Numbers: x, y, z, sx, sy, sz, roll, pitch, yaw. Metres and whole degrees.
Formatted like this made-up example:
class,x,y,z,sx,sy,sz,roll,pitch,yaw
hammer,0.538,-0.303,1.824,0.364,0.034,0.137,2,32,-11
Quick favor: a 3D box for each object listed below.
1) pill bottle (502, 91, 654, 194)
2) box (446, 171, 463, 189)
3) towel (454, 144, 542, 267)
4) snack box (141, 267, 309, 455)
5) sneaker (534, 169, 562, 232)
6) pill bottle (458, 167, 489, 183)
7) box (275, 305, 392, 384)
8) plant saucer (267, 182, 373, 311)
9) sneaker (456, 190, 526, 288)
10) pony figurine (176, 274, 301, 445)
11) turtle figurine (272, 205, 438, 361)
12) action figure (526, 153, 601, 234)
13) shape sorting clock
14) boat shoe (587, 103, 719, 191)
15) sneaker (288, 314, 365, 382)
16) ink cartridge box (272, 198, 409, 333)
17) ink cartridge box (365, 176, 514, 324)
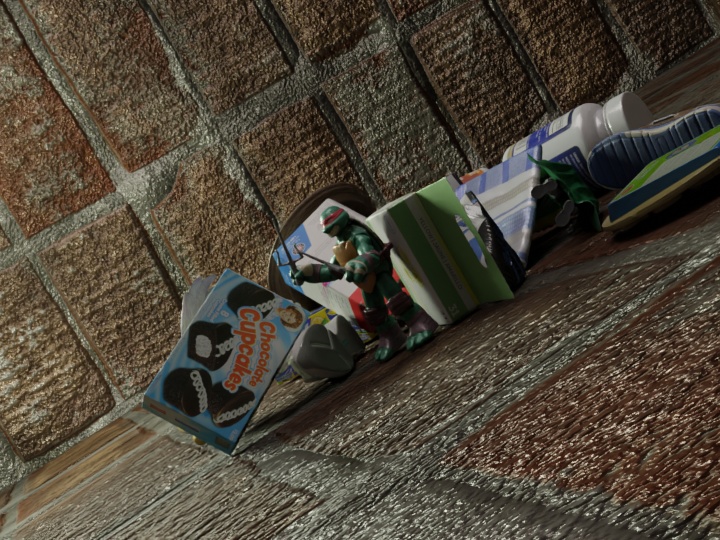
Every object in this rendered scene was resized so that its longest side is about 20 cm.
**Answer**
class,x,y,z,sx,sy,sz,roll,pitch,yaw
pill bottle,0.309,-0.163,1.638,0.199,0.120,0.120,-29,4,38
box,0.081,-0.032,1.675,0.198,0.050,0.200,-35,-22,2
towel,0.156,-0.056,1.435,0.147,0.024,0.201,-27,36,41
snack box,-0.152,0.101,1.354,0.201,0.116,0.037,-61,-2,-37
sneaker,0.186,-0.082,1.556,0.199,0.085,0.078,-31,30,30
pill bottle,0.129,-0.072,1.824,0.199,0.113,0.112,-24,2,-7
box,-0.051,0.088,1.625,0.200,0.070,0.064,-29,3,41
plant saucer,-0.047,-0.026,1.642,0.200,0.029,0.201,-31,-43,-33
sneaker,0.129,-0.019,1.324,0.077,0.076,0.200,-36,20,8
pony figurine,-0.171,0.122,1.473,0.166,0.194,0.200,14,-20,-27
turtle figurine,-0.005,0.001,1.282,0.101,0.200,0.150,-40,7,-18
action figure,0.247,-0.087,1.387,0.055,0.118,0.200,-41,-9,17
shape sorting clock,0.325,-0.097,1.160,0.199,0.039,0.200,-33,4,2
boat shoe,0.363,-0.146,1.389,0.199,0.073,0.072,-14,10,46
sneaker,-0.051,0.108,1.422,0.080,0.071,0.200,-37,-5,11
ink cartridge box,0.000,0.000,1.515,0.116,0.199,0.067,-46,-36,-21
ink cartridge box,0.080,-0.015,1.258,0.048,0.146,0.200,-31,3,-12
